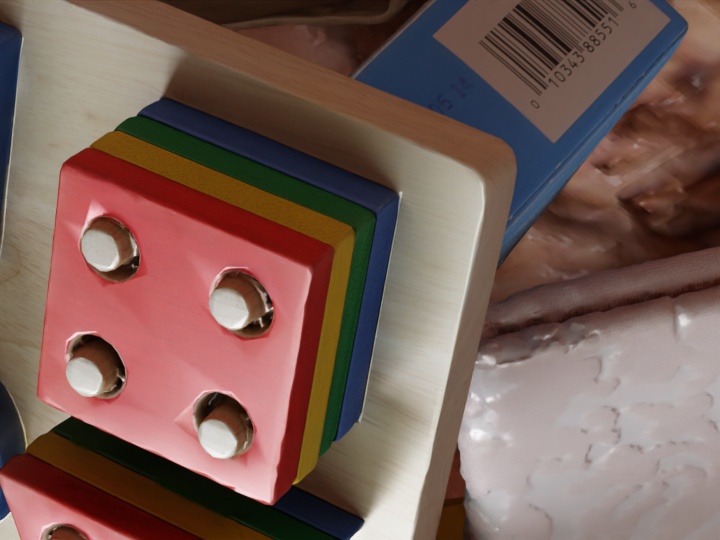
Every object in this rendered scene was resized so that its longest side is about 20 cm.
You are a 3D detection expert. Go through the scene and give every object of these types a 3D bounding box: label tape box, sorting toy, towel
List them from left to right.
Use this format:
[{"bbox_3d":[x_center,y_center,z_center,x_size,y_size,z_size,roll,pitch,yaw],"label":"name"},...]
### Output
[{"bbox_3d":[-0.079,0.030,0.685,0.200,0.070,0.199,23,123,19],"label":"sorting toy"},{"bbox_3d":[0.000,0.000,0.787,0.063,0.144,0.200,41,143,4],"label":"label tape box"},{"bbox_3d":[0.123,0.052,0.832,0.190,0.032,0.200,-14,145,-5],"label":"towel"}]

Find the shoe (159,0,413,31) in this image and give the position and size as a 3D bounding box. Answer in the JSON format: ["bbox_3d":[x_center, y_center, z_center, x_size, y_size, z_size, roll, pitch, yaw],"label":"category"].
[{"bbox_3d":[-0.069,-0.104,0.768,0.199,0.053,0.070,6,142,17],"label":"shoe"}]

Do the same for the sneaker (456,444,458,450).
[{"bbox_3d":[0.006,0.075,0.953,0.099,0.078,0.200,-16,141,18],"label":"sneaker"}]

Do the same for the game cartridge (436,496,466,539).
[{"bbox_3d":[-0.040,0.155,0.935,0.200,0.032,0.177,-2,133,-37],"label":"game cartridge"}]
